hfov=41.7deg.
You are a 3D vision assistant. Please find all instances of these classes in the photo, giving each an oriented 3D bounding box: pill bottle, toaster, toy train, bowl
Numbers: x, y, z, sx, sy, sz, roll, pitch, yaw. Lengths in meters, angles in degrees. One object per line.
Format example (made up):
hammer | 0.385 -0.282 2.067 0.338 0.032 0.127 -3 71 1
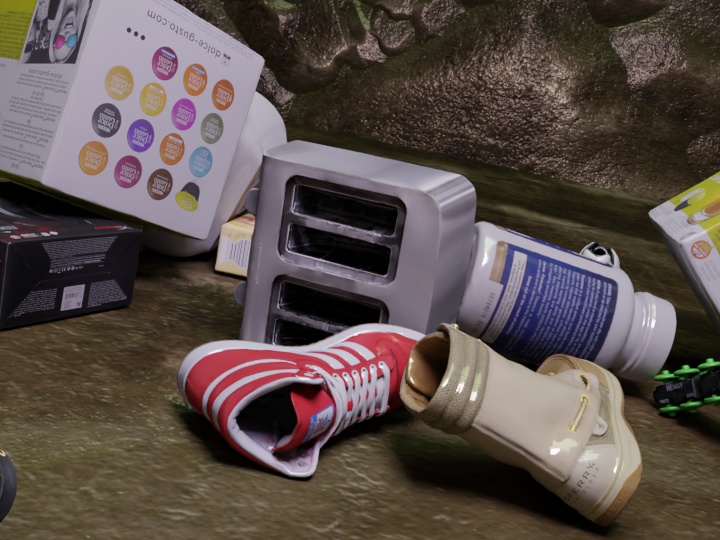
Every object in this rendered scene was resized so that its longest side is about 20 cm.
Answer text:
pill bottle | 0.183 0.036 0.881 0.200 0.111 0.111 19 12 -7
toaster | 0.000 0.000 0.788 0.199 0.181 0.119 15 16 17
toy train | 0.322 0.091 0.791 0.056 0.042 0.200 -1 -15 -21
bowl | -0.157 -0.104 1.085 0.075 0.200 0.200 33 16 0

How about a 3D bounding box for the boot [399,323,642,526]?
boot | 0.106 0.085 0.674 0.155 0.073 0.200 28 18 -5

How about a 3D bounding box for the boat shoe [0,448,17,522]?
boat shoe | -0.258 0.090 0.451 0.201 0.074 0.063 6 -25 20

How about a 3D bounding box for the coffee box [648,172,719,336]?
coffee box | 0.440 -0.011 0.953 0.197 0.200 0.200 -31 7 14

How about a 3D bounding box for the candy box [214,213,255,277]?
candy box | -0.050 -0.014 1.061 0.199 0.055 0.115 13 12 5

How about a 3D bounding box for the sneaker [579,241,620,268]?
sneaker | 0.327 0.001 1.276 0.074 0.080 0.200 14 12 16

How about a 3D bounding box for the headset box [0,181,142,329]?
headset box | -0.319 -0.023 0.830 0.200 0.077 0.149 20 16 28

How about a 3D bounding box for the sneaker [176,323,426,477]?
sneaker | -0.015 0.085 0.645 0.199 0.071 0.112 -3 14 -24

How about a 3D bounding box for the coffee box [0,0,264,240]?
coffee box | -0.251 -0.160 0.916 0.200 0.198 0.200 16 -3 38
